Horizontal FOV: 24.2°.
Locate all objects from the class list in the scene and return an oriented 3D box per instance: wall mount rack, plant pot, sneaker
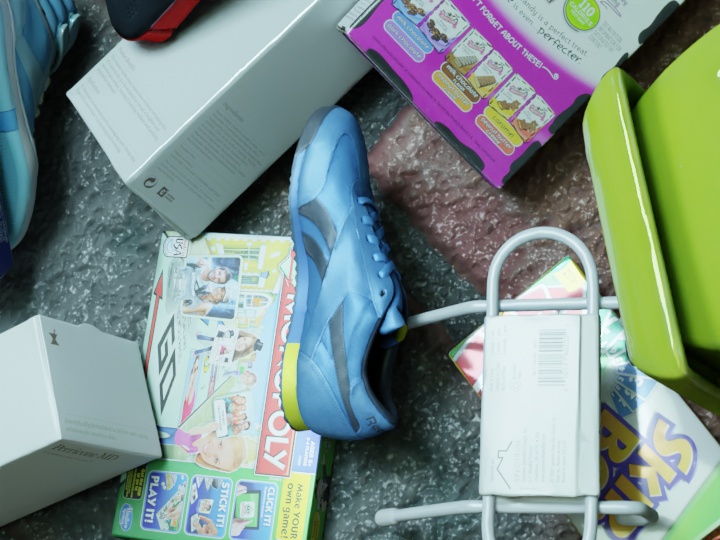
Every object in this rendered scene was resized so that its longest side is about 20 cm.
[{"bbox_3d":[0.082,0.081,0.955,0.173,0.075,0.201,-2,75,20],"label":"wall mount rack"},{"bbox_3d":[0.232,-0.026,0.889,0.181,0.200,0.200,-18,70,23],"label":"plant pot"},{"bbox_3d":[-0.235,-0.121,1.146,0.079,0.131,0.201,9,115,16],"label":"sneaker"},{"bbox_3d":[0.000,0.000,0.998,0.078,0.066,0.202,-3,80,30],"label":"sneaker"}]

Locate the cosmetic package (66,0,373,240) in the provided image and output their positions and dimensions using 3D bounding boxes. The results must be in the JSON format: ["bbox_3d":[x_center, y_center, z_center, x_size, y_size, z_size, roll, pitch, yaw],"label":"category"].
[{"bbox_3d":[-0.079,-0.134,1.079,0.200,0.081,0.113,-41,49,5],"label":"cosmetic package"}]

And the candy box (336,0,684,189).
[{"bbox_3d":[0.102,-0.169,1.009,0.200,0.061,0.136,-45,105,4],"label":"candy box"}]

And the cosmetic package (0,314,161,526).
[{"bbox_3d":[-0.238,0.107,1.055,0.199,0.107,0.085,-24,67,25],"label":"cosmetic package"}]

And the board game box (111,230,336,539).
[{"bbox_3d":[-0.077,0.077,1.062,0.134,0.029,0.201,3,76,22],"label":"board game box"}]

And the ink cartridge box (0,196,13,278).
[{"bbox_3d":[-0.335,-0.088,1.085,0.199,0.043,0.198,4,118,16],"label":"ink cartridge box"}]

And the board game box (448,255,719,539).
[{"bbox_3d":[0.145,0.097,0.977,0.095,0.030,0.200,-39,68,7],"label":"board game box"}]

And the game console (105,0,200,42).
[{"bbox_3d":[-0.116,-0.261,1.047,0.177,0.031,0.201,-42,54,41],"label":"game console"}]
